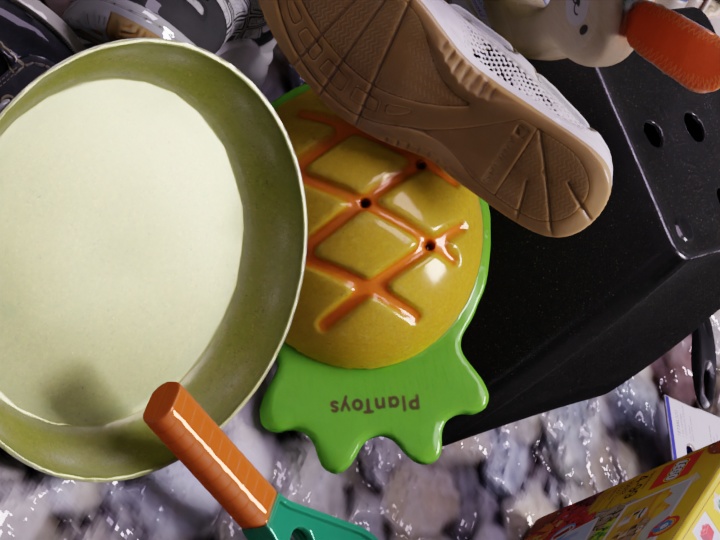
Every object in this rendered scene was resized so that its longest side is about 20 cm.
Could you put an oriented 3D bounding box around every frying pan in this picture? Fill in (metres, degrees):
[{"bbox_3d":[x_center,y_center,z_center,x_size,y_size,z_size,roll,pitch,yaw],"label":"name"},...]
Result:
[{"bbox_3d":[0.219,0.005,1.562,0.115,0.031,0.191,11,63,-46],"label":"frying pan"}]

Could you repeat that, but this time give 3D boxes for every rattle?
[{"bbox_3d":[0.073,-0.152,1.177,0.142,0.130,0.200,20,27,-33],"label":"rattle"}]

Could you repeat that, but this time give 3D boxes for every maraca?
[{"bbox_3d":[0.000,0.000,1.242,0.107,0.136,0.201,99,-15,-77],"label":"maraca"}]

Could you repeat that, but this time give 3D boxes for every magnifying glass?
[{"bbox_3d":[-0.036,0.126,1.165,0.200,0.022,0.080,53,40,-32],"label":"magnifying glass"}]

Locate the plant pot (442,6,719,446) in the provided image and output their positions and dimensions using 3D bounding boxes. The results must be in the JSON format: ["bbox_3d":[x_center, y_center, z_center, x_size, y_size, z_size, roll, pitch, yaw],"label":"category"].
[{"bbox_3d":[0.113,-0.040,1.346,0.199,0.177,0.201,-12,78,-51],"label":"plant pot"}]

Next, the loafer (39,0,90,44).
[{"bbox_3d":[-0.121,-0.203,1.268,0.072,0.063,0.201,38,42,-29],"label":"loafer"}]

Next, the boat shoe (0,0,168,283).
[{"bbox_3d":[-0.155,-0.070,1.136,0.200,0.072,0.068,44,40,-27],"label":"boat shoe"}]

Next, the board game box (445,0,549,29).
[{"bbox_3d":[0.008,-0.202,1.310,0.200,0.134,0.034,59,33,-38],"label":"board game box"}]

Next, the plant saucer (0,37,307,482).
[{"bbox_3d":[-0.110,-0.006,1.113,0.199,0.031,0.201,-12,109,-39],"label":"plant saucer"}]

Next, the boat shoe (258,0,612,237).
[{"bbox_3d":[0.038,-0.093,1.207,0.200,0.071,0.069,39,24,-3],"label":"boat shoe"}]

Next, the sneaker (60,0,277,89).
[{"bbox_3d":[-0.083,-0.138,1.201,0.075,0.088,0.200,27,8,9],"label":"sneaker"}]

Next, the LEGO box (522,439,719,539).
[{"bbox_3d":[0.123,0.181,1.238,0.077,0.149,0.200,55,37,-8],"label":"LEGO box"}]

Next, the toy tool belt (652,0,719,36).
[{"bbox_3d":[0.167,-0.182,1.534,0.125,0.123,0.200,38,21,35],"label":"toy tool belt"}]

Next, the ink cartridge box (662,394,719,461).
[{"bbox_3d":[0.238,0.147,1.491,0.200,0.037,0.095,25,51,-42],"label":"ink cartridge box"}]
